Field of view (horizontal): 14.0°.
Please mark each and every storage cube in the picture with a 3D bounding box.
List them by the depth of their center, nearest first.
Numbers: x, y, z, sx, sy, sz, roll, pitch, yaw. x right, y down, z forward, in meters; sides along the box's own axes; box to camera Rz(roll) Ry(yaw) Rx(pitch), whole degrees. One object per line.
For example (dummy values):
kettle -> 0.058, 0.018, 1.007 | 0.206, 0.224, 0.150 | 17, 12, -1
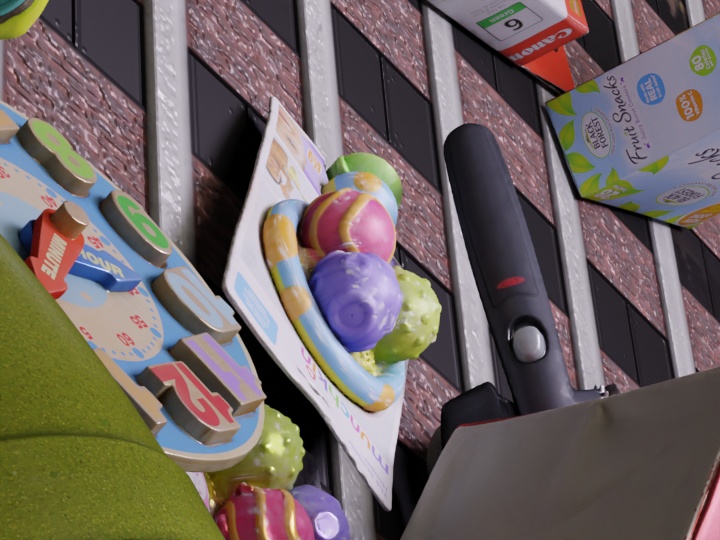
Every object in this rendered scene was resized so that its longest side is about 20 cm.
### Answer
storage cube -> 0.116, 0.164, 1.129 | 0.180, 0.171, 0.201 | 46, 52, -26

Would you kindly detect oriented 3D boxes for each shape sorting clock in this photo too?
shape sorting clock -> -0.109, -0.007, 1.006 | 0.200, 0.039, 0.200 | 41, 19, -17

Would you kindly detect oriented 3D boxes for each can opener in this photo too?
can opener -> 0.066, 0.021, 1.276 | 0.063, 0.078, 0.201 | 90, -9, -61

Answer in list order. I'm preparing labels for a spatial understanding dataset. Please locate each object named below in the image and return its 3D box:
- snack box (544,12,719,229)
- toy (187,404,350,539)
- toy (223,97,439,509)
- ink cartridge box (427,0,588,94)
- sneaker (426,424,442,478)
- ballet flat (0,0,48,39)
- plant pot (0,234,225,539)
snack box -> 0.230, -0.100, 1.671 | 0.168, 0.199, 0.068 | 10, 57, -61
toy -> -0.044, 0.086, 1.098 | 0.200, 0.047, 0.116 | 31, 42, -52
toy -> 0.000, 0.000, 1.227 | 0.115, 0.047, 0.200 | 53, 15, -18
ink cartridge box -> 0.079, -0.178, 1.619 | 0.200, 0.050, 0.109 | 28, 42, -53
sneaker -> 0.110, 0.151, 1.328 | 0.115, 0.073, 0.201 | -2, 68, -62
ballet flat -> -0.168, -0.179, 1.100 | 0.067, 0.067, 0.201 | -56, 123, -88
plant pot -> -0.152, 0.049, 0.762 | 0.200, 0.200, 0.193 | 20, 37, -59
